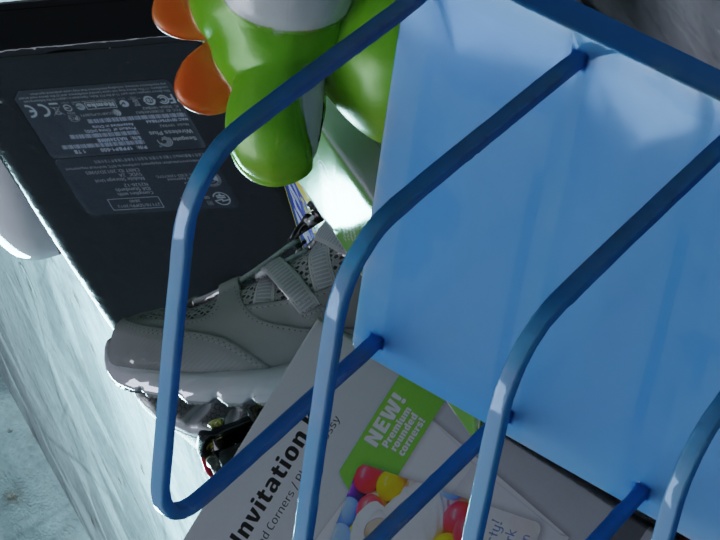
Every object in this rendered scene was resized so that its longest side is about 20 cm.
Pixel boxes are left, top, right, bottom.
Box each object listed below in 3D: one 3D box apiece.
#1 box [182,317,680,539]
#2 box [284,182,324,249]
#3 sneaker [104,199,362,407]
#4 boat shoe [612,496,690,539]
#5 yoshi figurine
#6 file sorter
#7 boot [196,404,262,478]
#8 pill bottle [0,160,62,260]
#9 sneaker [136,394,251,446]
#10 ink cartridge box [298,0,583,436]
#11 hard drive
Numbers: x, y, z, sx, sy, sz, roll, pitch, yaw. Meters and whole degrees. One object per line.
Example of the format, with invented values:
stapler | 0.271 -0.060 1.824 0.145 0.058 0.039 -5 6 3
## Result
box | 0.022 0.127 0.810 0.200 0.156 0.041 32 180 38
box | 0.003 -0.054 1.035 0.064 0.070 0.201 48 159 53
sneaker | 0.000 0.000 0.923 0.075 0.199 0.083 -2 -102 -82
boat shoe | 0.081 0.055 0.883 0.062 0.072 0.200 23 173 -12
yoshi figurine | 0.008 -0.123 0.790 0.111 0.112 0.202 7 89 35
file sorter | 0.059 0.035 0.632 0.199 0.123 0.139 29 133 23
boot | 0.005 0.032 0.992 0.073 0.153 0.205 45 157 60
pill bottle | -0.129 -0.071 1.212 0.112 0.199 0.113 161 90 -83
sneaker | -0.003 0.076 1.137 0.199 0.075 0.082 26 167 13
ink cartridge box | 0.035 -0.047 0.847 0.200 0.103 0.060 55 163 37
hard drive | -0.084 -0.040 1.114 0.200 0.139 0.033 62 -145 -43
